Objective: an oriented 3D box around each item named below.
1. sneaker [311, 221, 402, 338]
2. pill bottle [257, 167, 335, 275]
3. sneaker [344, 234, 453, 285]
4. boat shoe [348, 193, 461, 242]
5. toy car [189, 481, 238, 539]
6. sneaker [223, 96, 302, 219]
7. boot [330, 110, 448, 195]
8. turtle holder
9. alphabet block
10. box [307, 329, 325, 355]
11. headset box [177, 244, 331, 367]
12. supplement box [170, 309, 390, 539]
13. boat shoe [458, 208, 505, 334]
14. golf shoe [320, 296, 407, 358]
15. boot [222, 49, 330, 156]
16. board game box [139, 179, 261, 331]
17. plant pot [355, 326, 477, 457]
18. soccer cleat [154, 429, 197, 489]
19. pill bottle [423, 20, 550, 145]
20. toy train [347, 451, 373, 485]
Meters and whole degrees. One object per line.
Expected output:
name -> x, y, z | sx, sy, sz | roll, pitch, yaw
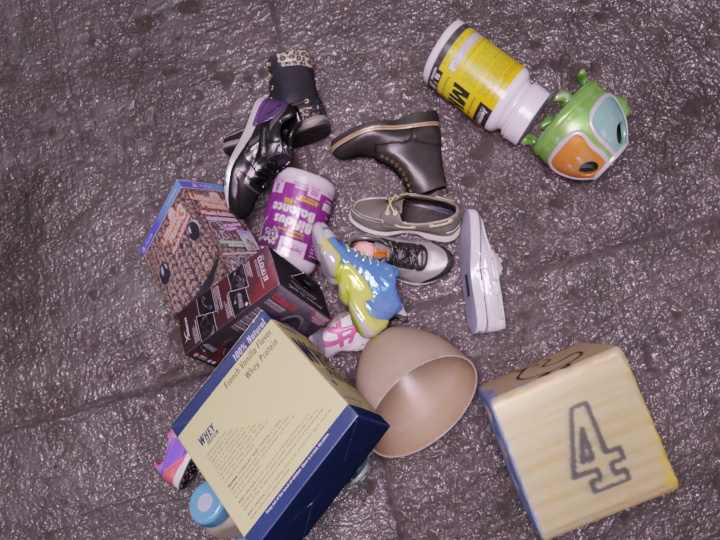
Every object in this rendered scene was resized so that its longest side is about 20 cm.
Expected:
sneaker -> 0.000, 0.000, 0.897 | 0.103, 0.076, 0.205 | -27, 85, -14
pill bottle -> -0.117, -0.060, 0.951 | 0.108, 0.112, 0.208 | 14, 86, 8
sneaker -> 0.061, -0.020, 0.941 | 0.192, 0.079, 0.077 | 6, 83, 7
boat shoe -> 0.074, -0.099, 0.944 | 0.194, 0.061, 0.074 | 9, 61, 10
toy car -> -0.172, 0.316, 0.918 | 0.171, 0.186, 0.205 | -16, 54, 6
sneaker -> -0.155, -0.180, 0.901 | 0.085, 0.075, 0.207 | 16, 86, 26
boot -> 0.053, -0.183, 0.963 | 0.192, 0.077, 0.144 | -13, 88, 7
turtle holder -> 0.361, -0.224, 0.904 | 0.132, 0.184, 0.142 | 43, 123, 9
alphabet block -> 0.304, 0.239, 0.828 | 0.194, 0.195, 0.203 | -22, 84, 4
box -> -0.149, 0.148, 0.918 | 0.195, 0.041, 0.161 | -24, 57, 22
headset box -> -0.149, 0.065, 0.838 | 0.197, 0.149, 0.079 | -34, 54, 12
supplement box -> -0.105, 0.208, 0.743 | 0.199, 0.134, 0.202 | 39, 88, 29
boat shoe -> 0.205, 0.000, 0.931 | 0.063, 0.074, 0.209 | -3, 87, -9
golf shoe -> -0.010, 0.106, 0.940 | 0.198, 0.073, 0.093 | -39, 81, 3
boot -> -0.160, -0.296, 1.004 | 0.196, 0.074, 0.160 | -13, 79, 6
board game box -> -0.257, -0.017, 0.922 | 0.160, 0.095, 0.202 | -50, 63, 27
plant pot -> 0.067, 0.169, 0.882 | 0.199, 0.201, 0.135 | -41, 45, 1
soccer cleat -> -0.293, 0.270, 0.967 | 0.071, 0.068, 0.206 | 22, 90, 13
pill bottle -> 0.210, -0.310, 0.931 | 0.198, 0.114, 0.115 | 39, 90, 10
toy train -> -0.038, 0.281, 0.871 | 0.113, 0.200, 0.086 | -38, 94, 13
